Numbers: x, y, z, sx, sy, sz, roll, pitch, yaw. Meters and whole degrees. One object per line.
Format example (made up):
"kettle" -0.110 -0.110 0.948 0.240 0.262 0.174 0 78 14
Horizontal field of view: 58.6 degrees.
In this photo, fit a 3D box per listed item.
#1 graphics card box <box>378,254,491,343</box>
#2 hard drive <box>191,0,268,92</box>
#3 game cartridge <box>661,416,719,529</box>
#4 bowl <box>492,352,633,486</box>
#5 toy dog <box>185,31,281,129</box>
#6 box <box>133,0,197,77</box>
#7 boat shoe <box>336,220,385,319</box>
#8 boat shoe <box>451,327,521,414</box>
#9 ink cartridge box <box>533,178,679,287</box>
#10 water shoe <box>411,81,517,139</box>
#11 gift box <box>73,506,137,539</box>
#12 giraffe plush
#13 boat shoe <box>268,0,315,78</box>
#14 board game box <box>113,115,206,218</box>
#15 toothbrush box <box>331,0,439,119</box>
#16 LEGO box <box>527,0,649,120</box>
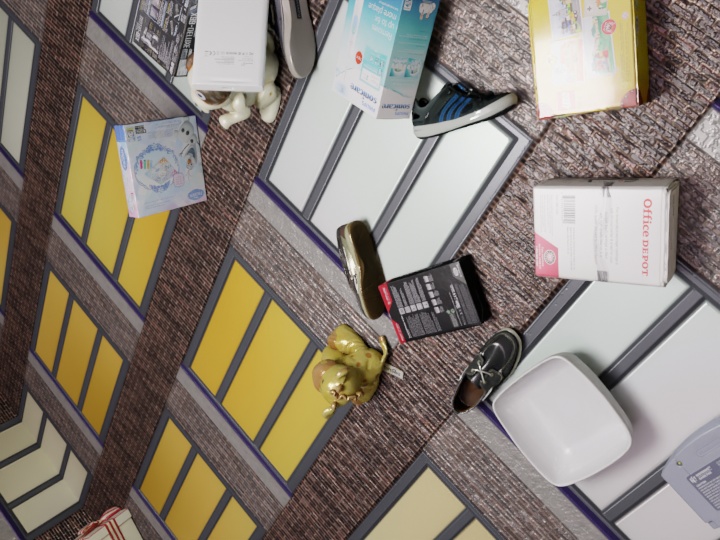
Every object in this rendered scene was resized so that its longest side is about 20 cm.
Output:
"graphics card box" 0.139 0.058 1.226 0.198 0.050 0.128 -19 94 41
"hard drive" -0.238 -0.431 1.181 0.128 0.026 0.205 2 79 -1
"game cartridge" 0.574 0.299 0.989 0.133 0.041 0.201 45 127 11
"bowl" 0.355 0.250 1.114 0.201 0.074 0.200 52 129 12
"toy dog" -0.252 -0.375 1.272 0.140 0.199 0.194 50 129 10
"box" -0.428 -0.565 1.437 0.157 0.049 0.202 41 126 20
"boat shoe" 0.000 0.000 1.306 0.064 0.072 0.205 -4 101 49
"boat shoe" 0.233 0.192 1.193 0.072 0.067 0.202 42 125 19
"ink cartridge box" 0.373 -0.064 0.979 0.197 0.084 0.149 7 110 37
"water shoe" 0.163 -0.279 1.072 0.197 0.071 0.081 -9 99 39
"gift box" -0.906 0.969 2.276 0.198 0.184 0.190 -27 92 34
"giraffe plush" -0.033 0.226 1.345 0.197 0.161 0.177 3 108 37
"boat shoe" -0.147 -0.474 1.247 0.091 0.074 0.205 3 100 43
"board game box" -0.454 -0.242 1.475 0.043 0.198 0.204 8 111 36
"toothbrush box" 0.038 -0.382 1.099 0.146 0.084 0.204 43 131 40
"LEGO box" 0.327 -0.331 0.922 0.146 0.077 0.205 2 107 37
